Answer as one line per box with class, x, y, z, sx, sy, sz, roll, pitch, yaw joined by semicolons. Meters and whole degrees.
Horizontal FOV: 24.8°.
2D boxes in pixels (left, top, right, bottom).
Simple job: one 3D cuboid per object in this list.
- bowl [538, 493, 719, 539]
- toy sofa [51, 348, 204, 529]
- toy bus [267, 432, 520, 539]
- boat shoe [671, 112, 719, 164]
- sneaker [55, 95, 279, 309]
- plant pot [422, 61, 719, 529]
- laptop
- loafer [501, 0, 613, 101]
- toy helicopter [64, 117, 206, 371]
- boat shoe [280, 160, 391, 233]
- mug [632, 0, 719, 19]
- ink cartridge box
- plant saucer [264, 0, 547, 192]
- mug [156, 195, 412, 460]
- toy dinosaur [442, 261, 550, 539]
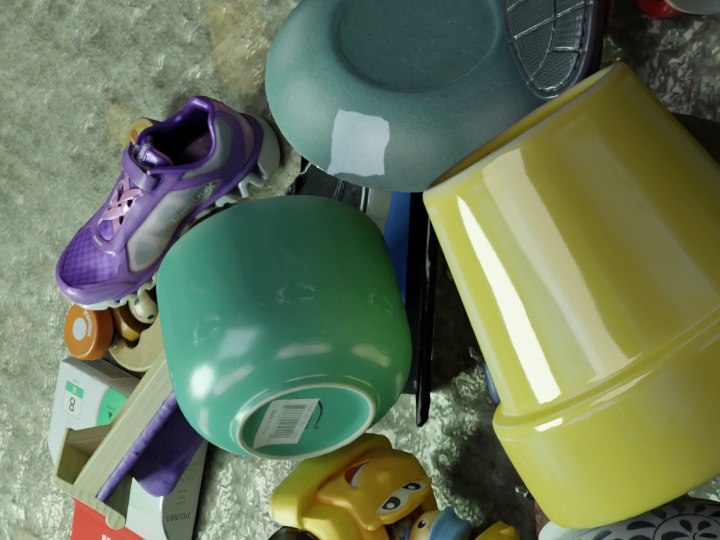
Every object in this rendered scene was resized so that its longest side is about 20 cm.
bowl;0.155;0.176;0.906;0.200;0.199;0.095;-38;59;38
toy sofa;-0.133;0.092;1.204;0.201;0.097;0.083;-53;15;15
toy bus;0.050;0.213;1.032;0.190;0.135;0.202;-2;107;38
boat shoe;0.147;-0.051;1.001;0.198;0.072;0.068;1;124;36
sneaker;-0.156;-0.058;1.217;0.200;0.088;0.081;-42;61;1
plant pot;0.136;0.002;0.874;0.200;0.201;0.190;-29;96;41
laptop;0.000;0.000;1.109;0.102;0.200;0.179;2;95;2
loafer;0.124;-0.195;0.996;0.072;0.063;0.202;-23;67;41
toy helicopter;-0.164;-0.022;1.293;0.131;0.078;0.203;-7;80;45
boat shoe;-0.032;-0.027;1.086;0.072;0.067;0.201;-115;34;-45
mug;0.171;-0.251;0.924;0.177;0.133;0.201;-41;60;35
ink cartridge box;-0.202;0.190;1.353;0.160;0.050;0.202;21;104;42
plant saucer;0.036;-0.140;1.023;0.201;0.200;0.039;49;162;31
mug;-0.037;0.053;1.019;0.151;0.185;0.115;-27;54;16
toy dinosaur;0.095;0.076;1.037;0.182;0.104;0.201;-119;39;-47
